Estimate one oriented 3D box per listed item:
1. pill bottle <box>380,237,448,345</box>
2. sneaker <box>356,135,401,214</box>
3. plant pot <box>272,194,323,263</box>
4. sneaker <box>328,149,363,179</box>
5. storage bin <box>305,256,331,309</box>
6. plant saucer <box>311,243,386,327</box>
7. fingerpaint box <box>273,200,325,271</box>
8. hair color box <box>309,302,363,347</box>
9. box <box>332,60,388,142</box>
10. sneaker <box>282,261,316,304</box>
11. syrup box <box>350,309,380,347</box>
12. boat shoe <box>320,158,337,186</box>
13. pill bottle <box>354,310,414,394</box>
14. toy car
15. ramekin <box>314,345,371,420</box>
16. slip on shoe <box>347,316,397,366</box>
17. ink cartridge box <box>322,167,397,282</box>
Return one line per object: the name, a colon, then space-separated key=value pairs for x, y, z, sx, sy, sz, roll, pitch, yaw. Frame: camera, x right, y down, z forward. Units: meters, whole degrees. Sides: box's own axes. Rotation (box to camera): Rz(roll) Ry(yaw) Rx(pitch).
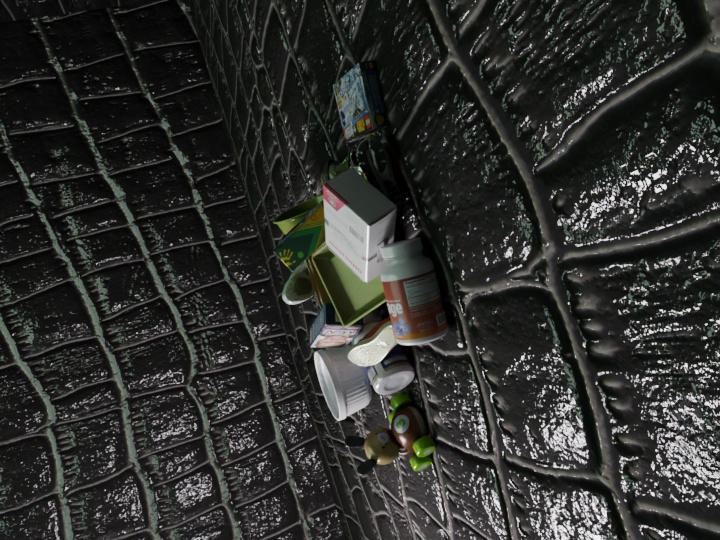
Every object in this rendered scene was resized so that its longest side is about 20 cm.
pill bottle: x=0.103 y=0.041 z=1.240 sx=0.112 sy=0.111 sz=0.201 roll=-177 pitch=72 yaw=-73
sneaker: x=0.043 y=-0.199 z=1.314 sx=0.091 sy=0.078 sz=0.201 roll=-84 pitch=-15 yaw=-58
plant pot: x=-0.125 y=-0.099 z=1.778 sx=0.191 sy=0.199 sz=0.200 roll=67 pitch=166 yaw=-16
sneaker: x=-0.015 y=-0.248 z=1.470 sx=0.200 sy=0.076 sz=0.089 roll=39 pitch=129 yaw=55
storage bin: x=-0.034 y=0.012 z=1.578 sx=0.200 sy=0.093 sz=0.200 roll=-30 pitch=75 yaw=50
plant saucer: x=0.000 y=0.000 z=1.435 sx=0.199 sy=0.048 sz=0.201 roll=-36 pitch=73 yaw=32
fingerpaint box: x=-0.135 y=-0.095 z=1.570 sx=0.073 sy=0.167 sz=0.200 roll=47 pitch=-175 yaw=-10
hair color box: x=-0.064 y=0.143 z=1.563 sx=0.200 sy=0.099 sz=0.061 roll=124 pitch=146 yaw=-63
box: x=-0.003 y=-0.364 z=1.347 sx=0.200 sy=0.040 sz=0.138 roll=-168 pitch=65 yaw=-72
sneaker: x=-0.166 y=0.043 z=1.666 sx=0.099 sy=0.200 sz=0.078 roll=-36 pitch=99 yaw=33
syrup box: x=0.021 y=0.205 z=1.713 sx=0.079 sy=0.081 sz=0.201 roll=-145 pitch=43 yaw=-66
boat shoe: x=-0.057 y=-0.216 z=1.601 sx=0.074 sy=0.074 sz=0.201 roll=93 pitch=154 yaw=-48
pill bottle: x=0.050 y=0.204 z=1.566 sx=0.111 sy=0.110 sz=0.201 roll=96 pitch=154 yaw=-51
toy car: x=0.065 y=0.437 z=1.571 sx=0.158 sy=0.199 sz=0.165 roll=93 pitch=155 yaw=-47
ramekin: x=-0.046 y=0.303 z=1.701 sx=0.200 sy=0.104 sz=0.201 roll=162 pitch=90 yaw=-75
slip on shoe: x=0.041 y=0.168 z=1.468 sx=0.200 sy=0.074 sz=0.061 roll=-45 pitch=13 yaw=37
ink cartridge box: x=-0.003 y=-0.091 z=1.290 sx=0.146 sy=0.085 sz=0.201 roll=44 pitch=153 yaw=25
